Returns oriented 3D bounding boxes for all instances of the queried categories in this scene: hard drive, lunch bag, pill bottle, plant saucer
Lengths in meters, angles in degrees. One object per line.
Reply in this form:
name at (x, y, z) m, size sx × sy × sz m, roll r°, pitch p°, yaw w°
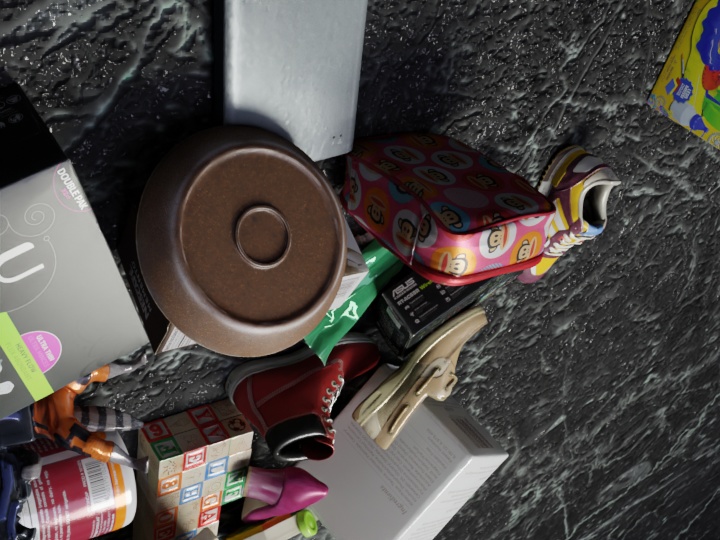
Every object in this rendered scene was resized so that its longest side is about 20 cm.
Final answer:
hard drive at (-0.063, -0.183, 0.803) m, size 0.139 × 0.033 × 0.201 m, roll -18°, pitch 135°, yaw -28°
lunch bag at (0.093, -0.072, 0.909) m, size 0.175 × 0.200 × 0.082 m, roll -13°, pitch 129°, yaw -31°
pill bottle at (-0.329, 0.222, 0.878) m, size 0.199 × 0.113 × 0.113 m, roll -11°, pitch 132°, yaw -33°
plant saucer at (-0.090, -0.028, 0.772) m, size 0.199 × 0.034 × 0.201 m, roll 3°, pitch 84°, yaw -31°

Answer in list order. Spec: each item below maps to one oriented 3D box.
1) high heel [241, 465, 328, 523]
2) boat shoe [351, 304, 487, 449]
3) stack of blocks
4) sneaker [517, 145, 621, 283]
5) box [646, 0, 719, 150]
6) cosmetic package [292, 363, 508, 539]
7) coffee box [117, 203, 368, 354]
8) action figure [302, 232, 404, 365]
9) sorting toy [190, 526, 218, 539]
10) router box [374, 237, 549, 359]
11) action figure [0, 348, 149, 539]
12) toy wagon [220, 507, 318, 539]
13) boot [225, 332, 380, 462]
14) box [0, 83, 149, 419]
high heel at (-0.093, 0.277, 1.112) m, size 0.095 × 0.068 × 0.200 m, roll 12°, pitch 151°, yaw -2°
boat shoe at (0.081, 0.124, 1.063) m, size 0.200 × 0.065 × 0.071 m, roll -44°, pitch 168°, yaw 3°
stack of blocks at (-0.199, 0.254, 1.063) m, size 0.115 × 0.059 × 0.201 m, roll -13°, pitch 132°, yaw -33°
sneaker at (0.257, -0.053, 1.155) m, size 0.075 × 0.090 × 0.201 m, roll -9°, pitch 130°, yaw -35°
box at (0.494, -0.249, 1.101) m, size 0.122 × 0.193 × 0.201 m, roll -7°, pitch 129°, yaw -37°
cosmetic package at (0.049, 0.251, 1.166) m, size 0.200 × 0.166 × 0.167 m, roll -49°, pitch 156°, yaw 8°
coffee box at (-0.109, -0.010, 0.844) m, size 0.199 × 0.115 × 0.080 m, roll -12°, pitch 157°, yaw -32°
action figure at (0.000, 0.000, 1.009) m, size 0.200 × 0.055 × 0.118 m, roll -44°, pitch 141°, yaw -11°
sorting toy at (-0.212, 0.400, 0.989) m, size 0.199 × 0.070 × 0.200 m, roll -41°, pitch 159°, yaw -25°
router box at (0.114, 0.014, 1.068) m, size 0.200 × 0.062 × 0.150 m, roll -34°, pitch 168°, yaw -11°
action figure at (-0.293, 0.161, 0.830) m, size 0.192 × 0.201 × 0.105 m, roll 0°, pitch 167°, yaw -17°
toy wagon at (-0.113, 0.340, 1.192) m, size 0.155 × 0.040 × 0.200 m, roll -26°, pitch 173°, yaw 14°
boot at (-0.036, 0.150, 1.043) m, size 0.199 × 0.144 × 0.073 m, roll -16°, pitch 133°, yaw -32°
box at (-0.277, -0.009, 0.703) m, size 0.148 × 0.124 × 0.201 m, roll -29°, pitch 138°, yaw -17°
